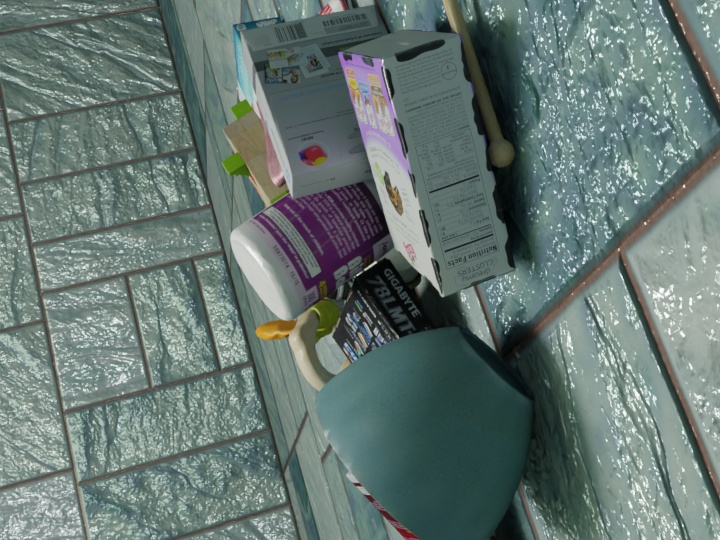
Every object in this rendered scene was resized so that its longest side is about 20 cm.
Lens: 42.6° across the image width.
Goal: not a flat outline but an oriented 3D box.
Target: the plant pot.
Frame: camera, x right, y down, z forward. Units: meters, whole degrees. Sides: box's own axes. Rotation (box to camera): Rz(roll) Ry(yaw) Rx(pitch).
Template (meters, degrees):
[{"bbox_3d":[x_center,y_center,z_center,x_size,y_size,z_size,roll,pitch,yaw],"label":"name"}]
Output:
[{"bbox_3d":[0.077,0.131,0.822,0.200,0.135,0.200,41,-170,-9],"label":"plant pot"}]

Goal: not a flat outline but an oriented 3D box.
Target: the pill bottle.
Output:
[{"bbox_3d":[-0.027,-0.046,0.964,0.113,0.199,0.113,49,163,20],"label":"pill bottle"}]

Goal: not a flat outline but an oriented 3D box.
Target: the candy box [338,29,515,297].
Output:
[{"bbox_3d":[0.055,-0.100,0.806,0.168,0.071,0.202,-129,21,-70],"label":"candy box"}]

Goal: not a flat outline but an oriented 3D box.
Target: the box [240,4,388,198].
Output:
[{"bbox_3d":[-0.025,-0.180,0.955,0.041,0.154,0.202,94,157,-57],"label":"box"}]

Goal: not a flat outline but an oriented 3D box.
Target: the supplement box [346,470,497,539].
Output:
[{"bbox_3d":[0.080,0.267,0.968,0.200,0.061,0.109,48,164,1],"label":"supplement box"}]

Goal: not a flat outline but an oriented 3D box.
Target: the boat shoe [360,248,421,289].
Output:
[{"bbox_3d":[0.013,-0.056,1.084,0.201,0.074,0.069,-123,26,-45],"label":"boat shoe"}]

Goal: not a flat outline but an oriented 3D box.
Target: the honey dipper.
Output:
[{"bbox_3d":[0.087,-0.181,0.754,0.038,0.037,0.203,136,118,-74],"label":"honey dipper"}]

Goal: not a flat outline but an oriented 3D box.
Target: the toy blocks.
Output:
[{"bbox_3d":[-0.110,-0.113,1.229,0.201,0.099,0.137,55,173,35],"label":"toy blocks"}]

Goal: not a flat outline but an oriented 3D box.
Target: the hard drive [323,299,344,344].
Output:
[{"bbox_3d":[-0.059,-0.002,1.341,0.201,0.026,0.133,69,-162,-53],"label":"hard drive"}]

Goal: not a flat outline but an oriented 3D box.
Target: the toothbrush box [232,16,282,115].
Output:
[{"bbox_3d":[-0.135,-0.281,1.461,0.148,0.084,0.201,92,159,-47],"label":"toothbrush box"}]

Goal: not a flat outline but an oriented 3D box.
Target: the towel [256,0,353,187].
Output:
[{"bbox_3d":[-0.062,-0.216,1.109,0.200,0.023,0.145,-46,44,36],"label":"towel"}]

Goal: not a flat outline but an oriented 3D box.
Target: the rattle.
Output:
[{"bbox_3d":[-0.048,0.150,1.296,0.201,0.142,0.131,52,-153,-19],"label":"rattle"}]

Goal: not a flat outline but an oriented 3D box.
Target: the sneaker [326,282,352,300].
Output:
[{"bbox_3d":[-0.029,-0.052,1.259,0.078,0.076,0.203,-169,68,-77],"label":"sneaker"}]

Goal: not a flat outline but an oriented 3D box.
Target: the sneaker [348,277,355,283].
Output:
[{"bbox_3d":[0.000,0.000,1.160,0.079,0.088,0.202,96,156,-57],"label":"sneaker"}]

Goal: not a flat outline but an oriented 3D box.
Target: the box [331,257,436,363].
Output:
[{"bbox_3d":[0.051,0.111,1.029,0.201,0.049,0.199,55,162,14],"label":"box"}]
